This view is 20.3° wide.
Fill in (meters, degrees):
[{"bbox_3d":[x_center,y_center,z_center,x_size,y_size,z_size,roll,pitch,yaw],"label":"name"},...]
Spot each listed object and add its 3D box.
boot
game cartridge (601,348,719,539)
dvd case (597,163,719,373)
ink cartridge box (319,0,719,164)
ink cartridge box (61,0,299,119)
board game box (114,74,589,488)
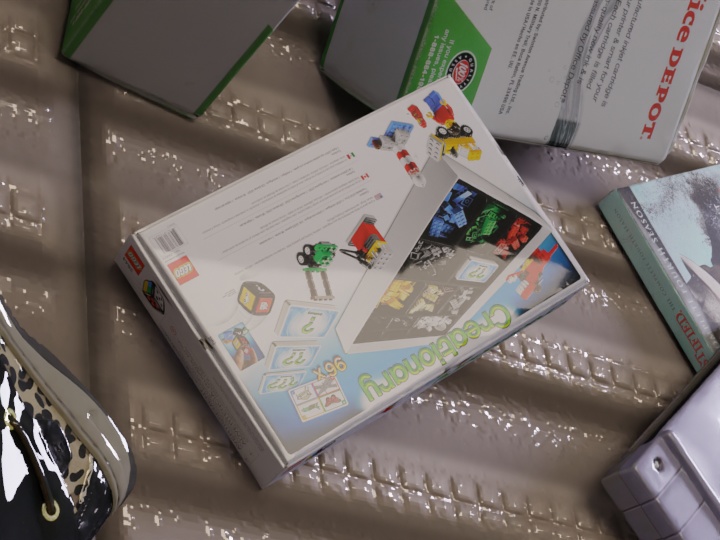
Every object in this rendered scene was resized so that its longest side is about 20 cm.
[{"bbox_3d":[-0.185,0.064,0.741,0.204,0.073,0.154,46,40,-17],"label":"boot"},{"bbox_3d":[0.217,0.110,1.074,0.130,0.038,0.200,52,44,-1],"label":"game cartridge"},{"bbox_3d":[0.241,0.001,1.205,0.199,0.022,0.147,-13,69,-44],"label":"dvd case"},{"bbox_3d":[0.096,-0.147,1.090,0.199,0.147,0.083,7,19,-38],"label":"ink cartridge box"},{"bbox_3d":[-0.071,-0.202,0.998,0.084,0.146,0.201,23,46,-24],"label":"ink cartridge box"},{"bbox_3d":[0.000,0.000,0.948,0.199,0.035,0.127,-28,81,-33],"label":"board game box"}]
